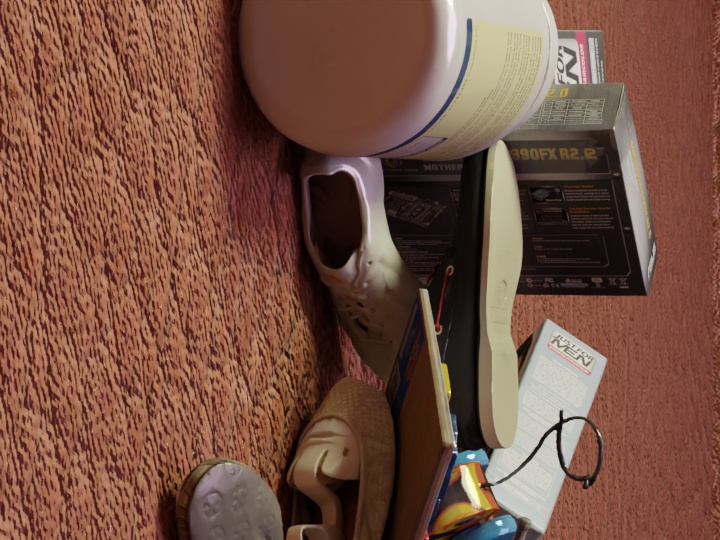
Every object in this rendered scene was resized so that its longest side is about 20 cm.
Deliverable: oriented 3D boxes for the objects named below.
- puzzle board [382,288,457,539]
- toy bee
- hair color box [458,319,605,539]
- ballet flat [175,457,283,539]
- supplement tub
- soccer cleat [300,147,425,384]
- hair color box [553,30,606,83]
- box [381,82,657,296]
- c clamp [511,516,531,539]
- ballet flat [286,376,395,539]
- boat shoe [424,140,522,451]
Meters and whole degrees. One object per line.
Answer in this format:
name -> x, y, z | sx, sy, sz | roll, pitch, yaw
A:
puzzle board -> 0.026, 0.134, 1.602 | 0.151, 0.017, 0.200 | -97, -161, -53
toy bee -> 0.051, 0.150, 1.697 | 0.109, 0.131, 0.200 | -10, 140, -41
hair color box -> 0.113, 0.140, 1.927 | 0.099, 0.061, 0.200 | -51, -172, 41
ballet flat -> -0.064, 0.163, 1.435 | 0.067, 0.046, 0.200 | -53, 145, -17
supplement tub -> 0.029, -0.140, 1.576 | 0.200, 0.145, 0.145 | -2, 90, -65
soccer cleat -> 0.000, 0.000, 1.667 | 0.078, 0.069, 0.200 | -60, 138, -55
hair color box -> 0.110, -0.130, 1.956 | 0.200, 0.061, 0.099 | -7, 91, -50
box -> 0.091, -0.052, 1.747 | 0.159, 0.200, 0.048 | 72, 24, -42
c clamp -> 0.099, 0.224, 1.649 | 0.171, 0.027, 0.200 | -64, 165, 10
ballet flat -> -0.018, 0.149, 1.571 | 0.062, 0.067, 0.200 | 32, 52, -46
boat shoe -> 0.068, 0.015, 1.654 | 0.074, 0.063, 0.202 | 27, 65, -65
